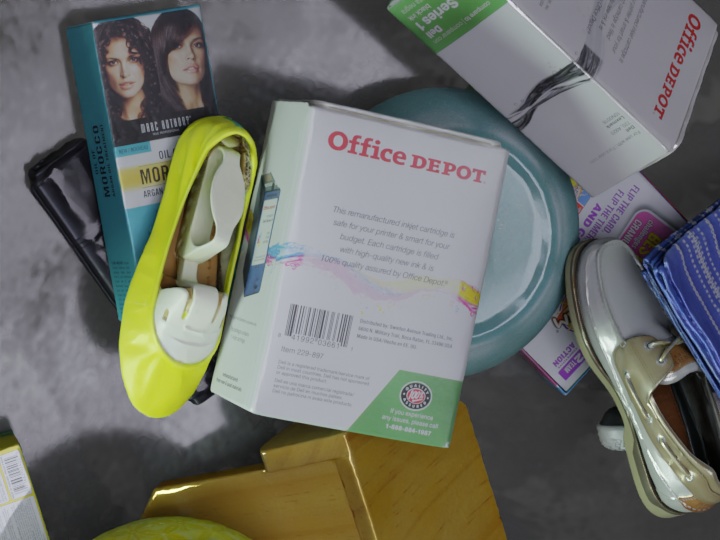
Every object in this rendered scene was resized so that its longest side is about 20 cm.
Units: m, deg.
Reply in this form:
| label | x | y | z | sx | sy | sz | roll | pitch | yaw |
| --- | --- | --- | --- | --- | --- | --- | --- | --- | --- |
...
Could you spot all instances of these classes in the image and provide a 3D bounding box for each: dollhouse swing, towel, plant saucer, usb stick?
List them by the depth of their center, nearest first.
| label | x | y | z | sx | sy | sz | roll | pitch | yaw |
| --- | --- | --- | --- | --- | --- | --- | --- | --- | --- |
| plant saucer | 0.060 | -0.023 | 1.673 | 0.198 | 0.036 | 0.202 | -2 | 97 | -14 |
| usb stick | -0.153 | 0.001 | 1.674 | 0.055 | 0.033 | 0.201 | -38 | 106 | -16 |
| towel | 0.285 | 0.012 | 1.705 | 0.200 | 0.024 | 0.145 | -35 | 95 | -41 |
| dollhouse swing | -0.023 | 0.193 | 1.736 | 0.182 | 0.175 | 0.201 | -34 | 110 | -50 |

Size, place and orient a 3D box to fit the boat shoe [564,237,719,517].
| label | x | y | z | sx | sy | sz | roll | pitch | yaw |
| --- | --- | --- | --- | --- | --- | --- | --- | --- | --- |
| boat shoe | 0.205 | 0.067 | 1.680 | 0.074 | 0.068 | 0.201 | -22 | 91 | -36 |

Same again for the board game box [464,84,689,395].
| label | x | y | z | sx | sy | sz | roll | pitch | yaw |
| --- | --- | --- | --- | --- | --- | --- | --- | --- | --- |
| board game box | 0.125 | -0.035 | 1.731 | 0.153 | 0.040 | 0.200 | -46 | 106 | -3 |

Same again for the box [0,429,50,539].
| label | x | y | z | sx | sy | sz | roll | pitch | yaw |
| --- | --- | --- | --- | --- | --- | --- | --- | --- | --- |
| box | -0.311 | 0.197 | 1.660 | 0.199 | 0.048 | 0.118 | -18 | 104 | -12 |

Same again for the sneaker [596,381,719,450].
| label | x | y | z | sx | sy | sz | roll | pitch | yaw |
| --- | --- | --- | --- | --- | --- | --- | --- | --- | --- |
| sneaker | 0.246 | 0.048 | 1.761 | 0.199 | 0.075 | 0.114 | -24 | 98 | -10 |

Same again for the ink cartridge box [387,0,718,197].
| label | x | y | z | sx | sy | sz | roll | pitch | yaw |
| --- | --- | --- | --- | --- | --- | --- | --- | --- | --- |
| ink cartridge box | 0.133 | -0.170 | 1.654 | 0.200 | 0.084 | 0.146 | 42 | 45 | -16 |

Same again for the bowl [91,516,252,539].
| label | x | y | z | sx | sy | sz | roll | pitch | yaw |
| --- | --- | --- | --- | --- | --- | --- | --- | --- | --- |
| bowl | -0.142 | 0.236 | 1.645 | 0.199 | 0.108 | 0.201 | -11 | 122 | -18 |

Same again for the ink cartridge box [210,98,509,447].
| label | x | y | z | sx | sy | sz | roll | pitch | yaw |
| --- | --- | --- | --- | --- | --- | --- | --- | --- | --- |
| ink cartridge box | 0.000 | 0.000 | 1.588 | 0.144 | 0.087 | 0.202 | 11 | 92 | -22 |

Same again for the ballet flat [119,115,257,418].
| label | x | y | z | sx | sy | sz | roll | pitch | yaw |
| --- | --- | --- | --- | --- | --- | --- | --- | --- | --- |
| ballet flat | -0.107 | -0.003 | 1.585 | 0.066 | 0.067 | 0.201 | 17 | 83 | -30 |

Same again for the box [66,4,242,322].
| label | x | y | z | sx | sy | sz | roll | pitch | yaw |
| --- | --- | --- | --- | --- | --- | --- | --- | --- | --- |
| box | -0.134 | -0.071 | 1.637 | 0.082 | 0.049 | 0.202 | -13 | 96 | -27 |
